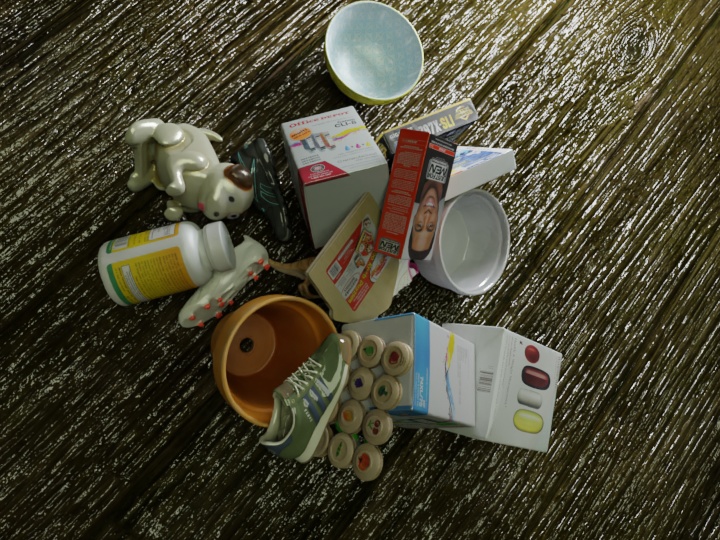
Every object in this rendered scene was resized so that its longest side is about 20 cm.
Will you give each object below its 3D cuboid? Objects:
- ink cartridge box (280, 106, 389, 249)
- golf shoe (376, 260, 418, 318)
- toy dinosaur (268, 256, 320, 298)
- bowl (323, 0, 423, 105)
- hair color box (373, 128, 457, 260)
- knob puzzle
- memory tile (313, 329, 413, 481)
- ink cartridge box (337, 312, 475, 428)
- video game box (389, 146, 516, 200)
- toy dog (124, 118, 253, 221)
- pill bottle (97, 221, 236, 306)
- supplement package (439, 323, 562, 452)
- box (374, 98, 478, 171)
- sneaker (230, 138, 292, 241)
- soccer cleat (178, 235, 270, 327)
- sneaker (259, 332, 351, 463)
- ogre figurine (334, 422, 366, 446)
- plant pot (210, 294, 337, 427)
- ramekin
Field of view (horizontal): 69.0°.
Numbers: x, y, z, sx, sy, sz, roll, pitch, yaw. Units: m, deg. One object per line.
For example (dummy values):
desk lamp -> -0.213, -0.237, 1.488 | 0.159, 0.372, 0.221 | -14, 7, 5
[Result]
ink cartridge box -> -0.045, -0.168, 0.929 | 0.144, 0.145, 0.201 | -16, 46, -8
golf shoe -> 0.057, 0.021, 0.985 | 0.091, 0.075, 0.202 | 15, 116, -3
toy dinosaur -> -0.105, 0.001, 0.991 | 0.198, 0.060, 0.107 | -4, 87, 10
bowl -> 0.015, -0.413, 1.049 | 0.198, 0.108, 0.202 | 2, 82, -16
hair color box -> 0.092, -0.121, 0.867 | 0.101, 0.061, 0.202 | -1, 107, -53
knob puzzle -> 0.000, 0.000, 0.880 | 0.219, 0.030, 0.222 | -17, 113, -46
memory tile -> -0.007, 0.194, 0.783 | 0.017, 0.152, 0.202 | 26, 77, -46
ink cartridge box -> 0.081, 0.174, 0.866 | 0.199, 0.146, 0.147 | 28, 58, -45
video game box -> 0.168, -0.189, 1.026 | 0.199, 0.182, 0.047 | -25, 111, -17
toy dog -> -0.279, -0.159, 0.915 | 0.199, 0.140, 0.194 | 35, 37, 11
pill bottle -> -0.319, -0.018, 0.882 | 0.198, 0.113, 0.114 | -15, 87, -2
supplement package -> 0.250, 0.218, 0.979 | 0.199, 0.146, 0.193 | 22, 75, -38
box -> 0.112, -0.254, 1.030 | 0.199, 0.160, 0.050 | -25, 90, -16
sneaker -> -0.184, -0.144, 0.988 | 0.079, 0.075, 0.202 | -19, 82, -3
soccer cleat -> -0.253, 0.021, 0.948 | 0.200, 0.069, 0.078 | -43, 66, -10
sneaker -> -0.084, 0.182, 0.778 | 0.089, 0.067, 0.202 | 26, 82, -37
ogre figurine -> 0.010, 0.242, 0.977 | 0.200, 0.098, 0.120 | -48, 115, -1
plant pot -> -0.162, 0.135, 0.876 | 0.199, 0.183, 0.202 | -2, 94, -32
ramekin -> 0.190, -0.056, 1.028 | 0.199, 0.105, 0.202 | -3, 96, -35
